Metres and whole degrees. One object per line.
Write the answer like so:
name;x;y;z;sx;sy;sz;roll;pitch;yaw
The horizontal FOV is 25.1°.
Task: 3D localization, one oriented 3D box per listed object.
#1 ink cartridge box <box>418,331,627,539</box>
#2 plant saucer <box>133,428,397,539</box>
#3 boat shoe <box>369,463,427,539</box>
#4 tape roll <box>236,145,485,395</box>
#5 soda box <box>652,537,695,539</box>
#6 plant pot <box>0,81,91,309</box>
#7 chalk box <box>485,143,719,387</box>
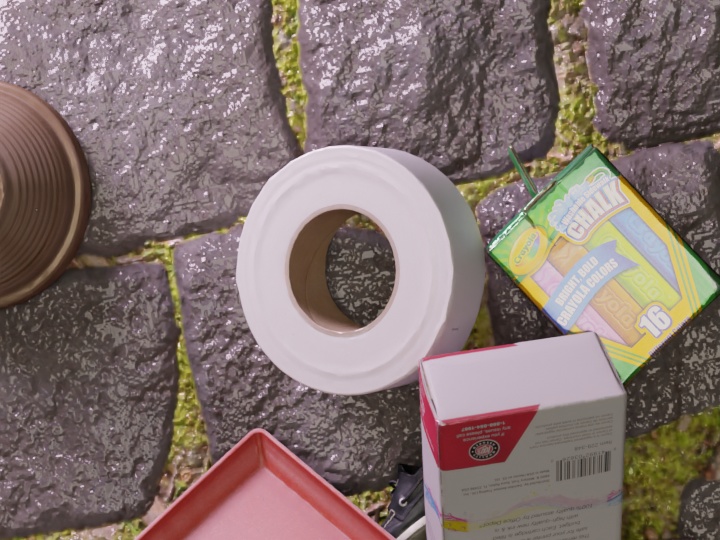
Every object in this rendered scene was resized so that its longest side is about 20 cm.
ink cartridge box;0.123;0.158;1.247;0.146;0.086;0.202;-8;127;-7
plant saucer;-0.085;0.255;1.319;0.199;0.037;0.199;35;66;31
boat shoe;0.060;0.179;1.351;0.200;0.074;0.066;-48;63;18
tape roll;0.000;0.000;1.322;0.200;0.071;0.205;1;92;26
soda box;0.185;0.266;1.341;0.198;0.064;0.069;-5;90;6
plant pot;-0.337;-0.066;1.377;0.198;0.093;0.203;0;90;7
chalk box;0.179;-0.018;1.310;0.124;0.124;0.200;-44;85;4
